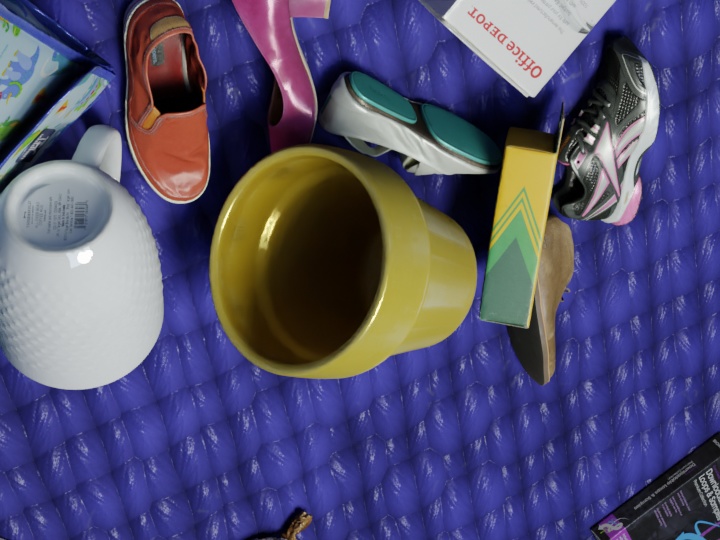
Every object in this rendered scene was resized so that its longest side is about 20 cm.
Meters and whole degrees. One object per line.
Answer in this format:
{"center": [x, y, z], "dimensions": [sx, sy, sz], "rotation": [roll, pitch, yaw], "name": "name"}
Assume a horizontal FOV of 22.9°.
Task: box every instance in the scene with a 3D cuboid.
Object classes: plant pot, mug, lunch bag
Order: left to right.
{"center": [-0.302, -0.135, 1.393], "dimensions": [0.170, 0.127, 0.200], "rotation": [-47, 150, 5], "name": "lunch bag"}
{"center": [-0.234, -0.028, 1.473], "dimensions": [0.147, 0.200, 0.175], "rotation": [11, 150, 3], "name": "mug"}
{"center": [0.000, 0.000, 1.574], "dimensions": [0.189, 0.201, 0.201], "rotation": [11, 116, -52], "name": "plant pot"}

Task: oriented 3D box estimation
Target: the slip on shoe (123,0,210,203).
{"center": [-0.161, -0.137, 1.514], "dimensions": [0.074, 0.061, 0.200], "rotation": [-20, 131, -21], "name": "slip on shoe"}

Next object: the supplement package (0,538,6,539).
{"center": [-0.386, 0.359, 1.679], "dimensions": [0.121, 0.120, 0.200], "rotation": [31, 102, -43], "name": "supplement package"}

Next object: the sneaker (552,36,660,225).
{"center": [0.237, -0.130, 1.758], "dimensions": [0.086, 0.080, 0.200], "rotation": [-6, 119, -16], "name": "sneaker"}

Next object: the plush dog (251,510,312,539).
{"center": [-0.070, 0.356, 1.837], "dimensions": [0.161, 0.172, 0.200], "rotation": [-49, 132, 6], "name": "plush dog"}

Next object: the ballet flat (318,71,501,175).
{"center": [0.042, -0.126, 1.654], "dimensions": [0.200, 0.069, 0.070], "rotation": [21, 108, -36], "name": "ballet flat"}

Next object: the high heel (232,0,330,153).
{"center": [-0.084, -0.173, 1.538], "dimensions": [0.096, 0.067, 0.200], "rotation": [-1, 127, -17], "name": "high heel"}

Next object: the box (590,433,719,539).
{"center": [0.388, 0.304, 2.180], "dimensions": [0.200, 0.036, 0.143], "rotation": [-37, 133, -6], "name": "box"}

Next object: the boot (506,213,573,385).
{"center": [0.193, 0.032, 1.848], "dimensions": [0.075, 0.074, 0.200], "rotation": [-25, 128, -23], "name": "boot"}

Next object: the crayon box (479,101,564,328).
{"center": [0.154, -0.059, 1.698], "dimensions": [0.051, 0.126, 0.200], "rotation": [10, 103, 4], "name": "crayon box"}

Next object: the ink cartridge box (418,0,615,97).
{"center": [0.159, -0.279, 1.596], "dimensions": [0.200, 0.083, 0.147], "rotation": [-49, 132, 7], "name": "ink cartridge box"}
